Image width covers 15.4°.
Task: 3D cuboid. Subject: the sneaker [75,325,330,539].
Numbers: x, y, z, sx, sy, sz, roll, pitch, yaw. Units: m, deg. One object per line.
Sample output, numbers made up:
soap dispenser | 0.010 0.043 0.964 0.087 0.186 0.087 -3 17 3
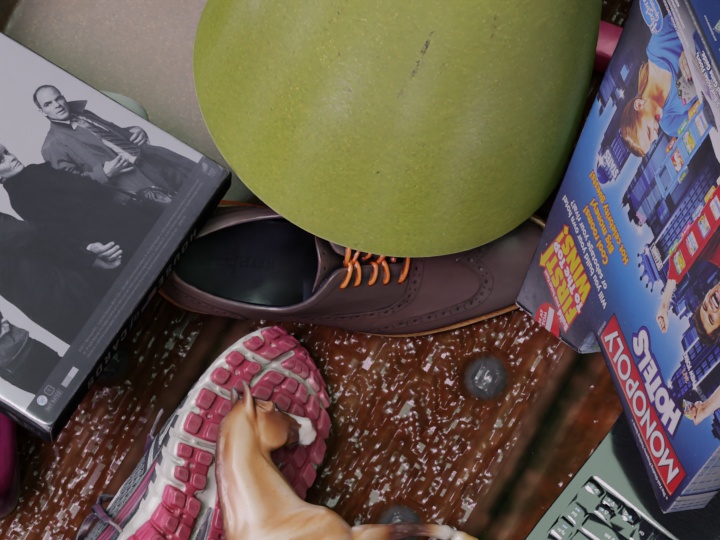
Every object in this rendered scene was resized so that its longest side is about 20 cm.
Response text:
sneaker | -0.088 0.109 1.249 0.081 0.075 0.200 46 67 -29

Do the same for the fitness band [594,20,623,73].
fitness band | 0.143 -0.165 1.316 0.199 0.037 0.144 20 78 11

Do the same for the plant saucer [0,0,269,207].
plant saucer | -0.104 -0.099 1.322 0.199 0.035 0.201 -1 75 4

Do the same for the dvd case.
dvd case | -0.181 -0.035 1.200 0.199 0.025 0.151 31 69 8

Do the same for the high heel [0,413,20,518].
high heel | -0.202 0.019 1.267 0.067 0.096 0.201 -8 75 3

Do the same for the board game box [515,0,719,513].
board game box | 0.146 -0.004 1.179 0.061 0.200 0.201 -1 54 -25

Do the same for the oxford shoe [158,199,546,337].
oxford shoe | 0.000 0.000 1.253 0.199 0.073 0.072 -3 95 -7

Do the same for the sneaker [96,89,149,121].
sneaker | -0.188 -0.023 1.245 0.199 0.074 0.082 -16 64 -5

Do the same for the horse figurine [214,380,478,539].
horse figurine | -0.032 0.168 1.213 0.132 0.050 0.201 24 83 -23

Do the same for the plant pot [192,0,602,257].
plant pot | 0.034 -0.135 1.173 0.186 0.200 0.188 6 61 -11

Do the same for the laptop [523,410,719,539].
laptop | 0.136 0.174 1.194 0.177 0.103 0.200 38 82 12
